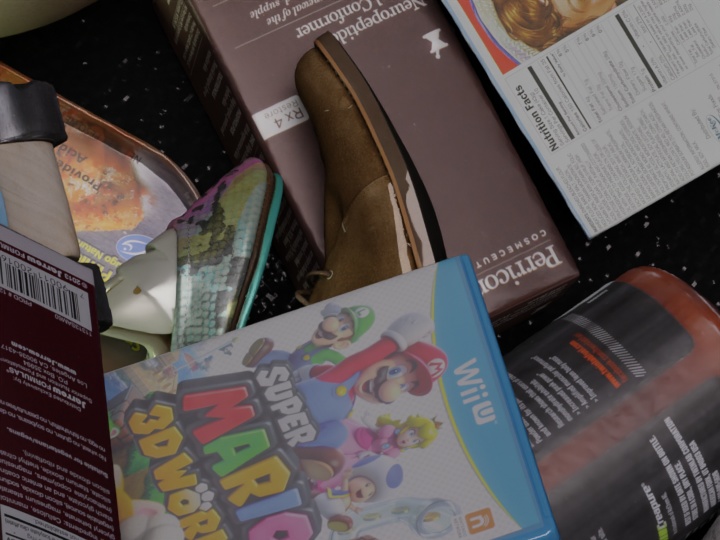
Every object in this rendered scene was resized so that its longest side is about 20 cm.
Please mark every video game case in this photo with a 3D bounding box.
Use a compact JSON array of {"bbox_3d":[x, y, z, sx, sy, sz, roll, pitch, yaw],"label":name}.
[{"bbox_3d":[-0.039,0.076,1.007,0.200,0.018,0.143,-18,44,2],"label":"video game case"}]

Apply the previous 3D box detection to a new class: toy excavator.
[{"bbox_3d":[-0.226,0.004,1.082,0.200,0.194,0.100,-6,78,-38],"label":"toy excavator"}]

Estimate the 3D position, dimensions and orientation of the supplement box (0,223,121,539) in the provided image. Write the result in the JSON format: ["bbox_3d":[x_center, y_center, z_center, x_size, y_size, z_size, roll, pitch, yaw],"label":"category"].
[{"bbox_3d":[-0.138,0.089,0.965,0.061,0.109,0.200,29,34,-33],"label":"supplement box"}]

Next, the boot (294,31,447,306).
[{"bbox_3d":[0.000,0.000,1.101,0.075,0.074,0.200,-22,69,7],"label":"boot"}]

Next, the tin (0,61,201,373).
[{"bbox_3d":[-0.156,-0.024,1.176,0.200,0.042,0.112,30,71,-1],"label":"tin"}]

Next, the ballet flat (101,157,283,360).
[{"bbox_3d":[-0.083,0.048,1.124,0.071,0.069,0.201,12,88,-10],"label":"ballet flat"}]

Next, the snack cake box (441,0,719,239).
[{"bbox_3d":[0.093,-0.129,1.176,0.115,0.067,0.200,-30,100,13],"label":"snack cake box"}]

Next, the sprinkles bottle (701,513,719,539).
[{"bbox_3d":[0.175,0.108,1.119,0.068,0.068,0.200,30,114,0],"label":"sprinkles bottle"}]

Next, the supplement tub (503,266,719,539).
[{"bbox_3d":[0.068,0.091,1.146,0.200,0.107,0.107,-33,84,-15],"label":"supplement tub"}]

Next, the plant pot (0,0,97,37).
[{"bbox_3d":[-0.145,-0.180,1.154,0.134,0.200,0.201,13,71,-45],"label":"plant pot"}]

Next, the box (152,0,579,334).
[{"bbox_3d":[-0.001,-0.057,1.189,0.100,0.075,0.200,-26,84,-14],"label":"box"}]
